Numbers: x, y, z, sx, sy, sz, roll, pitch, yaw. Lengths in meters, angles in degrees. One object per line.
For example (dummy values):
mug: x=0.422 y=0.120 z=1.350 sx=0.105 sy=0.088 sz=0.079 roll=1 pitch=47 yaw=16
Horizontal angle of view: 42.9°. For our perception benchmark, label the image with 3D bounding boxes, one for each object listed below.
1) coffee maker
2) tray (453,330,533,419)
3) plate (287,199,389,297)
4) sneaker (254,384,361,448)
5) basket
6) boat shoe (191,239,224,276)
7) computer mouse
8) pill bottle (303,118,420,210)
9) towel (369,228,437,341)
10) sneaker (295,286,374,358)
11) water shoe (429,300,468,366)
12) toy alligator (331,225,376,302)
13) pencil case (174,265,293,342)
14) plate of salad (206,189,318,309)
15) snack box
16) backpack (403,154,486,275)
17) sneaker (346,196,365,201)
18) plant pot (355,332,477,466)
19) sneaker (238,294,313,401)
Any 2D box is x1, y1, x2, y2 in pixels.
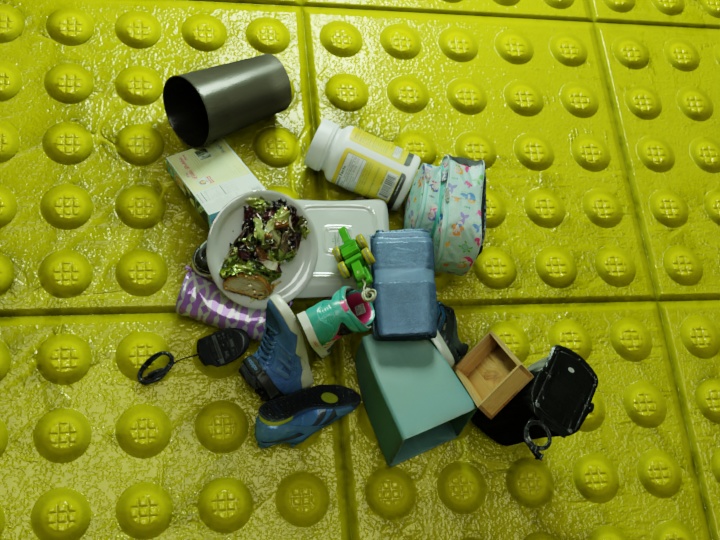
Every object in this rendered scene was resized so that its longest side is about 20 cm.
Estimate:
coffee maker: x=0.275 y=0.230 z=1.555 sx=0.192 sy=0.200 sz=0.135 roll=-32 pitch=89 yaw=-31
tray: x=0.224 y=0.175 z=1.564 sx=0.037 sy=0.200 sz=0.099 roll=43 pitch=95 yaw=-12
plate: x=-0.040 y=-0.048 z=1.631 sx=0.199 sy=0.032 sz=0.200 roll=-1 pitch=62 yaw=-9
sneaker: x=-0.091 y=0.250 z=1.556 sx=0.200 sy=0.079 sz=0.066 roll=-12 pitch=34 yaw=-33
basket: x=-0.239 y=-0.324 z=1.705 sx=0.200 sy=0.180 sz=0.136 roll=-26 pitch=109 yaw=-29
boat shoe: x=-0.196 y=-0.054 z=1.566 sx=0.200 sy=0.060 sz=0.074 roll=-25 pitch=85 yaw=-22
computer mouse: x=-0.281 y=0.146 z=1.544 sx=0.199 sy=0.034 sz=0.059 roll=-18 pitch=83 yaw=1
pill bottle: x=0.002 y=-0.203 z=1.728 sx=0.200 sy=0.114 sz=0.115 roll=25 pitch=65 yaw=-2
towel: x=0.074 y=0.025 z=1.566 sx=0.111 sy=0.049 sz=0.201 roll=-1 pitch=66 yaw=-1
sneaker: x=-0.035 y=0.083 z=1.540 sx=0.120 sy=0.200 sz=0.084 roll=-25 pitch=79 yaw=-1
water shoe: x=0.125 y=0.080 z=1.653 sx=0.079 sy=0.071 sz=0.200 roll=-31 pitch=101 yaw=-34
toy alligator: x=0.000 y=0.000 z=1.543 sx=0.059 sy=0.054 sz=0.200 roll=-29 pitch=43 yaw=6
pencil case: x=-0.219 y=0.064 z=1.580 sx=0.199 sy=0.084 sz=0.086 roll=18 pitch=101 yaw=-7
plate of salad: x=-0.158 y=-0.034 z=1.526 sx=0.199 sy=0.048 sz=0.201 roll=-2 pitch=95 yaw=-25
snack box: x=-0.258 y=-0.159 z=1.644 sx=0.116 sy=0.037 sz=0.200 roll=-22 pitch=47 yaw=-21
backpack: x=0.159 y=-0.095 z=1.684 sx=0.150 sy=0.178 sz=0.201 roll=2 pitch=65 yaw=-11
sneaker: x=0.003 y=-0.038 z=1.696 sx=0.075 sy=0.070 sz=0.200 roll=-18 pitch=67 yaw=-2
plant pot: x=0.076 y=0.201 z=1.569 sx=0.141 sy=0.141 sz=0.200 roll=-20 pitch=65 yaw=-20
sneaker: x=-0.151 y=0.138 z=1.519 sx=0.111 sy=0.200 sz=0.077 roll=-25 pitch=43 yaw=-16
